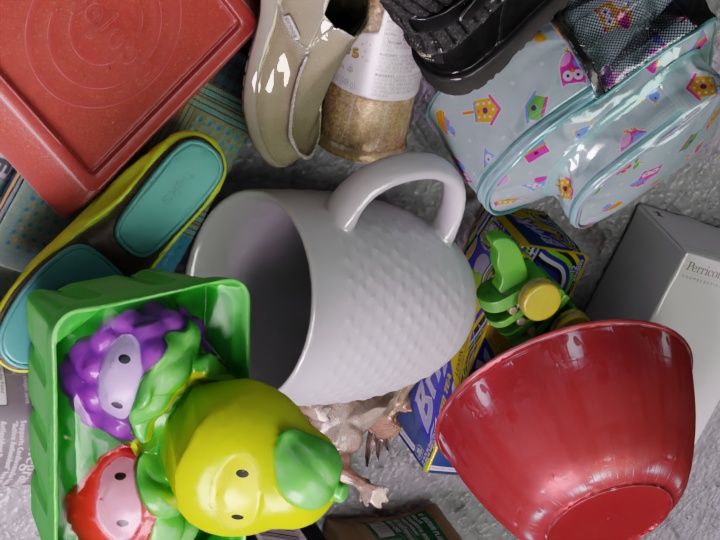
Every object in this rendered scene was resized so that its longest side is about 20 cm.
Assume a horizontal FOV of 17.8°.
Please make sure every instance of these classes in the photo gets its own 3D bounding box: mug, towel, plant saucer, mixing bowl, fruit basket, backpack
[{"bbox_3d":[0.000,0.000,1.594,0.175,0.148,0.200,1,130,-41],"label":"mug"},{"bbox_3d":[-0.153,-0.074,1.532,0.146,0.022,0.200,27,94,-39],"label":"towel"},{"bbox_3d":[-0.167,-0.157,1.450,0.200,0.037,0.200,-46,128,-8],"label":"plant saucer"},{"bbox_3d":[0.163,0.136,1.666,0.199,0.109,0.200,-12,146,-8],"label":"mixing bowl"},{"bbox_3d":[-0.113,0.109,1.410,0.155,0.216,0.216,-11,125,-30],"label":"fruit basket"},{"bbox_3d":[0.151,-0.117,1.590,0.199,0.154,0.176,-27,169,-1],"label":"backpack"}]

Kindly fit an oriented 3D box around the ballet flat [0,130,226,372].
[{"bbox_3d":[-0.166,-0.014,1.493,0.200,0.067,0.067,-47,113,-9],"label":"ballet flat"}]

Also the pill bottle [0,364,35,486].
[{"bbox_3d":[-0.204,0.087,1.539,0.199,0.111,0.111,-1,120,-28],"label":"pill bottle"}]

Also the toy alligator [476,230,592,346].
[{"bbox_3d":[0.138,0.044,1.668,0.054,0.059,0.200,-44,126,5],"label":"toy alligator"}]

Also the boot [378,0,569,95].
[{"bbox_3d":[0.090,-0.223,1.465,0.211,0.079,0.158,-53,149,-11],"label":"boot"}]

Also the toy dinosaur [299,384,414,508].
[{"bbox_3d":[-0.045,0.117,1.699,0.199,0.136,0.086,-4,102,1],"label":"toy dinosaur"}]

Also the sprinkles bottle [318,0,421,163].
[{"bbox_3d":[0.018,-0.173,1.548,0.068,0.068,0.201,-3,121,-27],"label":"sprinkles bottle"}]

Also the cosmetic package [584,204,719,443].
[{"bbox_3d":[0.231,0.061,1.807,0.107,0.085,0.200,13,114,-29],"label":"cosmetic package"}]

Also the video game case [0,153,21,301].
[{"bbox_3d":[-0.257,0.016,1.550,0.200,0.022,0.182,-48,130,6],"label":"video game case"}]

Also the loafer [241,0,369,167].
[{"bbox_3d":[-0.031,-0.154,1.499,0.068,0.076,0.201,14,123,14],"label":"loafer"}]

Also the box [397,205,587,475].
[{"bbox_3d":[0.095,0.055,1.738,0.064,0.070,0.201,8,116,-30],"label":"box"}]

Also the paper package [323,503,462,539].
[{"bbox_3d":[0.044,0.314,1.792,0.103,0.200,0.191,-5,122,-26],"label":"paper package"}]

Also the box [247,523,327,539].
[{"bbox_3d":[-0.106,0.274,1.718,0.107,0.148,0.200,13,112,-34],"label":"box"}]
